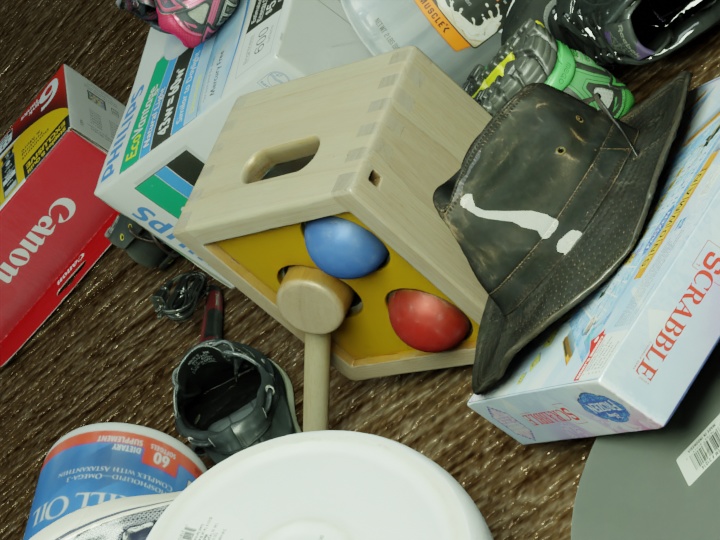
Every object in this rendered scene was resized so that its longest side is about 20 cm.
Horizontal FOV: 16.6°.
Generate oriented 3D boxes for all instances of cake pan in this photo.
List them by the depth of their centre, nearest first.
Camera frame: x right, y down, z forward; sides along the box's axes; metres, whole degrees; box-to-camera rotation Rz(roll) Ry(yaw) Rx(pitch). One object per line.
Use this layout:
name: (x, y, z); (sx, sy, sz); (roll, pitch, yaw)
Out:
cake pan: (0.168, 0.088, 1.122); (0.200, 0.037, 0.200); (-42, 27, 28)

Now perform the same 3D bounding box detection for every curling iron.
curling iron: (-0.113, 0.064, 1.689); (0.049, 0.026, 0.200); (-14, 36, 1)

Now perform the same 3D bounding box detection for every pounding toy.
pounding toy: (0.000, 0.000, 1.405); (0.200, 0.184, 0.142); (-11, 47, 48)

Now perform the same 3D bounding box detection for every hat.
hat: (0.085, -0.040, 1.249); (0.201, 0.081, 0.201); (-52, 9, 11)

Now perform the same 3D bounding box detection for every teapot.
teapot: (-0.015, 0.189, 1.213); (0.200, 0.146, 0.197); (-24, 47, -7)

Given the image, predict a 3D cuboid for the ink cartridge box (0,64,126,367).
ink cartridge box: (-0.273, -0.046, 2.070); (0.200, 0.084, 0.176); (-48, 25, 16)

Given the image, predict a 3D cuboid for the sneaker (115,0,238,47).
sneaker: (-0.134, -0.197, 1.627); (0.075, 0.081, 0.200); (-58, 23, -2)

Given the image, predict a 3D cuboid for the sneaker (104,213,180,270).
sneaker: (-0.127, -0.043, 1.821); (0.106, 0.075, 0.200); (-60, 15, 1)

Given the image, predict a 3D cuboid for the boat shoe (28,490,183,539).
boat shoe: (-0.101, 0.171, 1.382); (0.200, 0.075, 0.093); (-19, 27, -9)

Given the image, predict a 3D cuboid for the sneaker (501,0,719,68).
sneaker: (0.145, -0.148, 1.382); (0.200, 0.076, 0.088); (-26, 21, 41)

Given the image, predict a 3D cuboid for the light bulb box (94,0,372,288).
light bulb box: (-0.053, -0.129, 1.639); (0.200, 0.125, 0.198); (-33, 32, 40)

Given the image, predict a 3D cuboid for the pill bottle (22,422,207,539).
pill bottle: (-0.157, 0.200, 1.500); (0.112, 0.112, 0.200); (-37, 30, 36)

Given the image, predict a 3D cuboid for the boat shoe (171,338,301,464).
boat shoe: (-0.087, 0.079, 1.558); (0.074, 0.066, 0.199); (-32, 27, 4)

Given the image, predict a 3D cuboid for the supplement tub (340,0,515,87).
supplement tub: (0.095, -0.196, 1.504); (0.200, 0.123, 0.123); (-37, 29, 20)

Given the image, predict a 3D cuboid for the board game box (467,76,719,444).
board game box: (0.148, -0.010, 1.206); (0.200, 0.041, 0.200); (-56, 9, -13)

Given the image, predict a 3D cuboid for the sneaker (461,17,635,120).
sneaker: (0.093, -0.075, 1.431); (0.078, 0.085, 0.200); (-62, 8, -16)
